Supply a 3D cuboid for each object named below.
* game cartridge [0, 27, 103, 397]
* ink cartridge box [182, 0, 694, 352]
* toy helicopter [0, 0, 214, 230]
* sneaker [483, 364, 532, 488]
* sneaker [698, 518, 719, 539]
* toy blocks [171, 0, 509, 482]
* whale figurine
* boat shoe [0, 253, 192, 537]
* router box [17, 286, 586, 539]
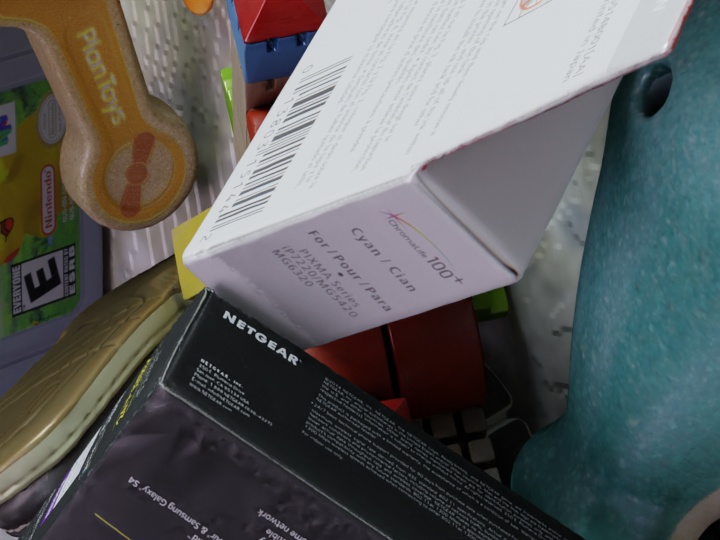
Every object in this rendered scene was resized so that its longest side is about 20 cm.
[{"bbox_3d":[-0.150,-0.019,0.965,0.040,0.133,0.201,28,126,43],"label":"game cartridge"},{"bbox_3d":[0.059,-0.081,0.686,0.045,0.200,0.176,44,143,-21],"label":"ink cartridge box"},{"bbox_3d":[-0.091,-0.101,0.901,0.079,0.132,0.201,42,157,50],"label":"toy helicopter"},{"bbox_3d":[0.025,0.101,0.891,0.200,0.080,0.083,58,149,13],"label":"sneaker"},{"bbox_3d":[0.156,0.047,0.756,0.200,0.078,0.066,-48,30,30],"label":"sneaker"},{"bbox_3d":[0.000,0.000,0.802,0.137,0.099,0.201,95,164,-69],"label":"toy blocks"},{"bbox_3d":[0.092,0.001,0.710,0.200,0.103,0.159,-53,32,22],"label":"whale figurine"},{"bbox_3d":[-0.070,0.044,0.889,0.073,0.200,0.065,-32,98,21],"label":"boat shoe"},{"bbox_3d":[0.000,0.118,0.712,0.200,0.051,0.149,34,122,-6],"label":"router box"}]
